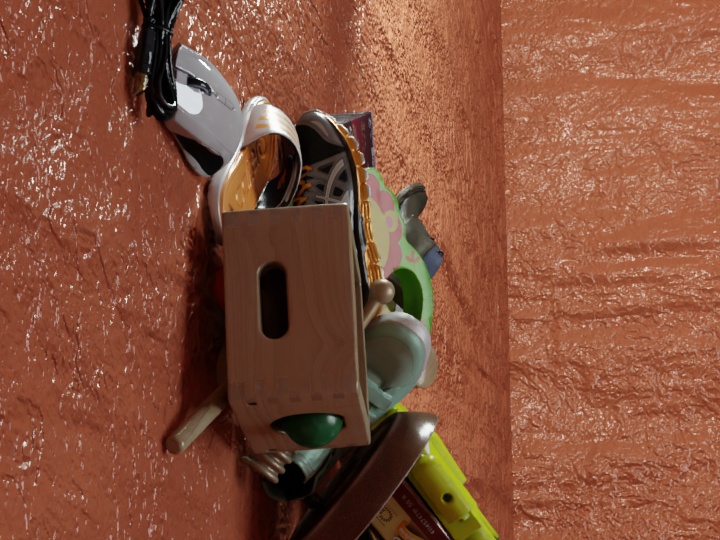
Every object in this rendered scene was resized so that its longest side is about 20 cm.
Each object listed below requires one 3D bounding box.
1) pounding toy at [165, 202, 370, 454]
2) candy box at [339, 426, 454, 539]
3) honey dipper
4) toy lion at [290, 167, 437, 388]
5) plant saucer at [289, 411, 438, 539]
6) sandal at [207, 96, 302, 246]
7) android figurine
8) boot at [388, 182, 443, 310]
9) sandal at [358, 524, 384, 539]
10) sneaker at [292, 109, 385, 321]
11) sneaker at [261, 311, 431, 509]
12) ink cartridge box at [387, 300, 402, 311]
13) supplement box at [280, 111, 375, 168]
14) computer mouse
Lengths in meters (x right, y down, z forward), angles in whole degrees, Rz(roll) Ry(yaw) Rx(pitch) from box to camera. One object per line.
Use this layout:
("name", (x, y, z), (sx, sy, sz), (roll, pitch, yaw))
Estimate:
("pounding toy", (-0.070, 0.066, 1.291), (0.184, 0.142, 0.200), (79, 7, -68))
("candy box", (0.034, 0.226, 1.664), (0.115, 0.055, 0.200), (51, 3, -10))
("honey dipper", (-0.032, 0.089, 1.395), (0.200, 0.038, 0.038), (-57, 159, -11))
("toy lion", (0.000, 0.000, 1.555), (0.200, 0.069, 0.192), (26, 67, -42))
("plant saucer", (-0.006, 0.198, 1.456), (0.200, 0.034, 0.200), (-51, -177, 4))
("sandal", (-0.080, -0.081, 1.396), (0.207, 0.059, 0.079), (-75, 159, -58))
("android figurine", (0.073, 0.202, 1.630), (0.200, 0.041, 0.182), (55, 3, 1))
("boot", (0.046, -0.025, 1.745), (0.097, 0.075, 0.200), (47, 33, 0))
("sandal", (-0.018, 0.267, 1.570), (0.200, 0.082, 0.055), (-34, 143, -69))
("sneaker", (-0.034, -0.047, 1.451), (0.078, 0.077, 0.200), (136, -57, -66))
("sneaker", (-0.013, 0.129, 1.430), (0.200, 0.074, 0.118), (-48, -172, 31))
("ink cartridge box", (0.015, 0.037, 1.795), (0.200, 0.068, 0.116), (-84, 171, -50))
("supplement box", (-0.029, -0.102, 1.665), (0.200, 0.061, 0.109), (-43, 130, -75))
("computer mouse", (-0.123, -0.135, 1.233), (0.200, 0.044, 0.110), (59, 29, -67))
